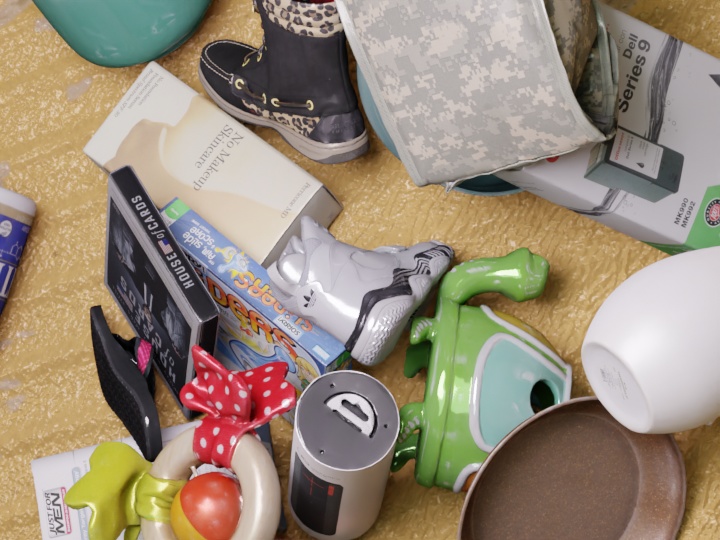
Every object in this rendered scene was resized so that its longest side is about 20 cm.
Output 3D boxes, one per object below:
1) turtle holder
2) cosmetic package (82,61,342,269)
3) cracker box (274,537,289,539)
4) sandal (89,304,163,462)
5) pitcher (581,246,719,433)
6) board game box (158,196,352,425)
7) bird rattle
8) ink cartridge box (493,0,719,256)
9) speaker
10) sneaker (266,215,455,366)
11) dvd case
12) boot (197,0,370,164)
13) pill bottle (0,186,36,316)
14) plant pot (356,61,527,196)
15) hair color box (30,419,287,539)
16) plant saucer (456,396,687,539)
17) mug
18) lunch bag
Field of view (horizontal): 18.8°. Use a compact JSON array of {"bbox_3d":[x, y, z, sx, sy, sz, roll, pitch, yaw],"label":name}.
[{"bbox_3d":[0.099,0.088,1.722,0.131,0.141,0.186,8,51,2],"label":"turtle holder"},{"bbox_3d":[-0.126,-0.077,1.843,0.200,0.071,0.105,35,85,21],"label":"cosmetic package"},{"bbox_3d":[-0.084,0.315,1.743,0.133,0.058,0.201,7,100,19],"label":"cracker box"},{"bbox_3d":[-0.186,0.093,1.816,0.045,0.075,0.200,-15,33,-17],"label":"sandal"},{"bbox_3d":[0.274,0.056,1.625,0.200,0.172,0.121,-32,26,-20],"label":"pitcher"},{"bbox_3d":[-0.091,0.043,1.784,0.200,0.136,0.034,38,62,21],"label":"board game box"},{"bbox_3d":[-0.115,0.165,1.675,0.200,0.113,0.163,-36,61,14],"label":"bird rattle"},{"bbox_3d":[0.212,-0.107,1.675,0.199,0.084,0.147,22,87,-22],"label":"ink cartridge box"},{"bbox_3d":[-0.015,0.147,1.696,0.081,0.200,0.082,1,68,-4],"label":"speaker"},{"bbox_3d":[0.000,0.000,1.720,0.115,0.200,0.075,32,114,6],"label":"sneaker"},{"bbox_3d":[-0.165,0.022,1.785,0.025,0.200,0.151,-26,70,-20],"label":"dvd case"},{"bbox_3d":[-0.068,-0.189,1.790,0.073,0.151,0.200,-26,42,-26],"label":"boot"},{"bbox_3d":[-0.367,0.016,1.888,0.119,0.120,0.201,17,87,20],"label":"pill bottle"},{"bbox_3d":[0.081,-0.162,1.739,0.199,0.134,0.201,-1,94,-19],"label":"plant pot"},{"bbox_3d":[-0.170,0.189,1.823,0.199,0.061,0.099,-14,76,15],"label":"hair color box"},{"bbox_3d":[0.157,0.183,1.669,0.201,0.200,0.037,-55,32,3],"label":"plant saucer"},{"bbox_3d":[-0.187,-0.259,1.868,0.185,0.115,0.152,-45,34,-13],"label":"mug"},{"bbox_3d":[0.089,-0.167,1.575,0.163,0.118,0.201,-13,100,31],"label":"lunch bag"}]
